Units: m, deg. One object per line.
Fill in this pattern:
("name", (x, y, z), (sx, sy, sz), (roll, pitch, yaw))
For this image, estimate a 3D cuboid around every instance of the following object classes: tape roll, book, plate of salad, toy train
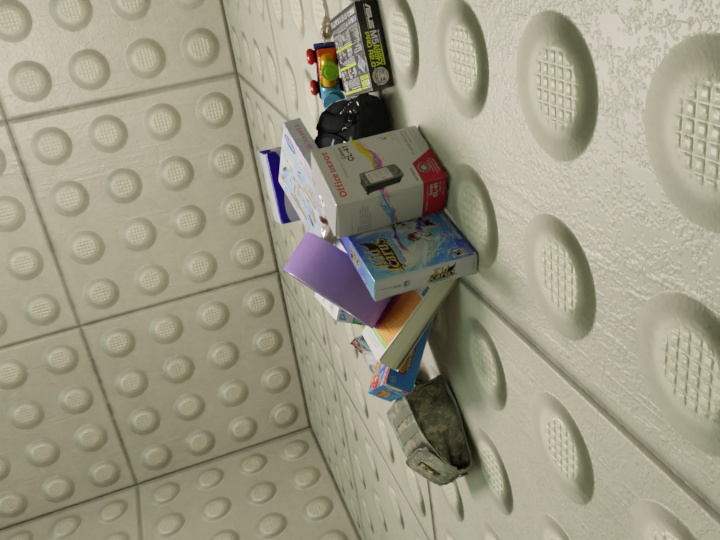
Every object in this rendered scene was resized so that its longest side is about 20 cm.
("tape roll", (-0.039, 0.018, 1.334), (0.199, 0.085, 0.200), (34, 176, 3))
("book", (0.084, 0.065, 1.331), (0.201, 0.048, 0.134), (-56, 27, 9))
("plate of salad", (0.087, 0.249, 1.686), (0.200, 0.048, 0.200), (38, 163, 14))
("toy train", (-0.070, -0.443, 1.525), (0.116, 0.084, 0.201), (-102, 6, -53))

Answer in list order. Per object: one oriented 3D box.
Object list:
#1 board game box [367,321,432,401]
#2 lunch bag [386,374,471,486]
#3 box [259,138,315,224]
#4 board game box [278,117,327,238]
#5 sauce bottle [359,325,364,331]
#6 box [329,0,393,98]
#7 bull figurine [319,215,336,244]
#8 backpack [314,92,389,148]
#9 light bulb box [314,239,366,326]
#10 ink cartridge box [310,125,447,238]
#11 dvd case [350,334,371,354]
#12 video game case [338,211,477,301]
("board game box", (0.083, 0.150, 1.443), (0.196, 0.055, 0.202), (122, 166, -72))
("lunch bag", (0.147, 0.345, 1.494), (0.164, 0.117, 0.201), (110, 138, -62))
("box", (-0.137, -0.231, 1.833), (0.105, 0.198, 0.186), (-145, 41, -68))
("board game box", (-0.106, -0.175, 1.501), (0.201, 0.041, 0.200), (59, 158, 20))
("sauce bottle", (0.002, 0.095, 1.851), (0.200, 0.066, 0.066), (52, 157, 27))
("box", (-0.002, -0.424, 1.398), (0.200, 0.044, 0.162), (-151, 46, -73))
("bull figurine", (0.017, -0.109, 1.369), (0.121, 0.199, 0.066), (25, 143, 52))
("backpack", (-0.020, -0.264, 1.438), (0.199, 0.153, 0.165), (12, 99, 50))
("light bulb box", (0.000, 0.000, 1.550), (0.200, 0.124, 0.200), (-142, 64, -69))
("ink cartridge box", (0.029, -0.153, 1.232), (0.086, 0.198, 0.148), (92, 158, -50))
("dvd case", (0.048, 0.216, 1.812), (0.146, 0.022, 0.200), (42, 167, -1))
("video game case", (0.072, -0.046, 1.217), (0.200, 0.180, 0.046), (-121, 21, -48))
